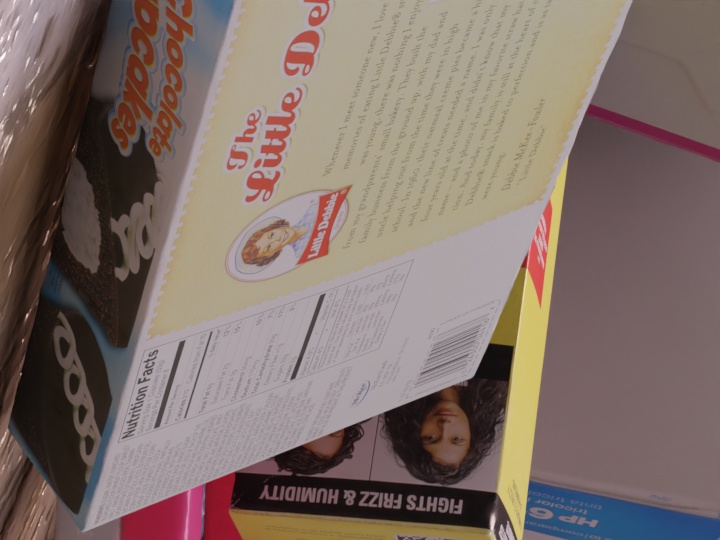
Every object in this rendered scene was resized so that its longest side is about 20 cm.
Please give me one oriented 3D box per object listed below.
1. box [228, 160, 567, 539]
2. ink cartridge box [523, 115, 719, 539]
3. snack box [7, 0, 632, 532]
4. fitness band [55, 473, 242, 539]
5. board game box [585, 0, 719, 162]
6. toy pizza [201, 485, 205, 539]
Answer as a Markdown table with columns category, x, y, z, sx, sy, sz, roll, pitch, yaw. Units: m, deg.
| category | x | y | z | sx | sy | sz | roll | pitch | yaw |
| --- | --- | --- | --- | --- | --- | --- | --- | --- | --- |
| box | 0.018 | -0.013 | 0.791 | 0.050 | 0.075 | 0.200 | 72 | 25 | -61 |
| ink cartridge box | 0.080 | 0.045 | 1.014 | 0.200 | 0.085 | 0.145 | 102 | -2 | -67 |
| snack box | -0.003 | -0.034 | 0.610 | 0.116 | 0.037 | 0.200 | -20 | 147 | -33 |
| fitness band | -0.044 | 0.066 | 0.792 | 0.144 | 0.037 | 0.200 | -41 | 137 | -70 |
| board game box | 0.079 | -0.125 | 0.953 | 0.200 | 0.147 | 0.064 | -63 | 172 | -58 |
| toy pizza | -0.065 | 0.074 | 0.949 | 0.200 | 0.032 | 0.200 | 22 | 90 | -86 |
